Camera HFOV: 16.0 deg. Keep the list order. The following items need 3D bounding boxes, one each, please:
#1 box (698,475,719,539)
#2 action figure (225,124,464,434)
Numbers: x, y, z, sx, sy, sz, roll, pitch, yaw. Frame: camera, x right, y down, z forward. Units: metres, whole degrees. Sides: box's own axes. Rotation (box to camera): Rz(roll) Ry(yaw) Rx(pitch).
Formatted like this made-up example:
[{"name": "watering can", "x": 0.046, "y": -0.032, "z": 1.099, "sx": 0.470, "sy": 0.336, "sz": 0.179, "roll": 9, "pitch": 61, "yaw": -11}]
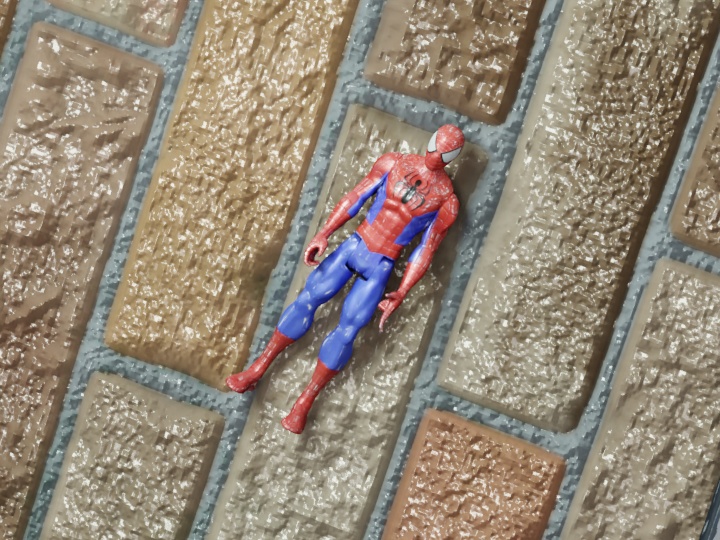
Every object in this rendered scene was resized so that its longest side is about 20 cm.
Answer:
[{"name": "box", "x": 0.248, "y": 0.118, "z": 1.395, "sx": 0.104, "sy": 0.148, "sz": 0.201, "roll": 18, "pitch": 101, "yaw": 8}, {"name": "action figure", "x": 0.000, "y": 0.000, "z": 1.481, "sx": 0.065, "sy": 0.052, "sz": 0.200, "roll": 36, "pitch": 100, "yaw": 9}]
